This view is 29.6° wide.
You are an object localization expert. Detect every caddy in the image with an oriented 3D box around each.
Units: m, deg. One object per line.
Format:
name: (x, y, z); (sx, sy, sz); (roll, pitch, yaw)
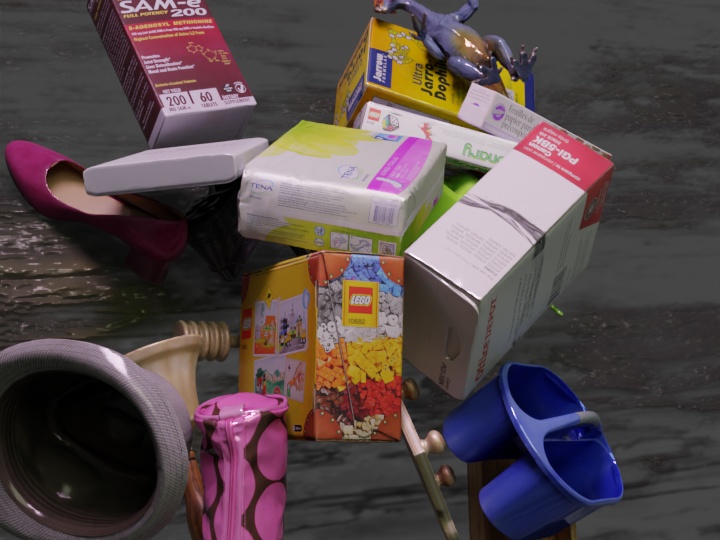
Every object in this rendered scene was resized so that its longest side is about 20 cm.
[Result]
caddy: (0.162, 0.154, 1.197); (0.199, 0.105, 0.142); (12, 46, -62)

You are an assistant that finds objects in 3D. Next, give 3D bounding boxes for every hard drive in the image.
hard drive: (-0.160, -0.096, 1.234); (0.130, 0.200, 0.027); (-6, 98, 5)

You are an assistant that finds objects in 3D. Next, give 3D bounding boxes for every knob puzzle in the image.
knob puzzle: (0.058, 0.157, 1.190); (0.030, 0.220, 0.221); (-23, 65, -2)

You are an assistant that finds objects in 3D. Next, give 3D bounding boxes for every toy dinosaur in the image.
toy dinosaur: (0.089, -0.231, 1.427); (0.104, 0.202, 0.181); (-28, 35, -25)

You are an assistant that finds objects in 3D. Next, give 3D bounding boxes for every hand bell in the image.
hand bell: (-0.147, 0.167, 1.156); (0.103, 0.104, 0.202); (-15, 77, -34)

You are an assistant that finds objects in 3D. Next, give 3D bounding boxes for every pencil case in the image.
pencil case: (-0.096, 0.199, 1.076); (0.090, 0.094, 0.203); (-1, 88, 19)

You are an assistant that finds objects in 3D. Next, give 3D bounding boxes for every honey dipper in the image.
honey dipper: (-0.080, 0.069, 1.282); (0.198, 0.038, 0.038); (4, 54, -30)

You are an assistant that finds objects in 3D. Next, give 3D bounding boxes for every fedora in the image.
fedora: (-0.214, 0.133, 1.092); (0.090, 0.198, 0.179); (-31, 115, -66)

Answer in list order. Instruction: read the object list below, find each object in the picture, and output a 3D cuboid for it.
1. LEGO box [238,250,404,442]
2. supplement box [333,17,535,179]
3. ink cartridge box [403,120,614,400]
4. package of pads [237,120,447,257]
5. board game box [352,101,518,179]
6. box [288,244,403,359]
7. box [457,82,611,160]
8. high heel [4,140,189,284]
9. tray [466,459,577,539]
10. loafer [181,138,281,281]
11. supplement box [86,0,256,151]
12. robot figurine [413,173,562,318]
LEGO box: (-0.038, 0.069, 1.160); (0.076, 0.200, 0.151); (4, 83, -23)
supplement box: (0.080, -0.173, 1.484); (0.198, 0.109, 0.110); (17, 49, -15)
ink cartridge box: (0.121, -0.009, 1.177); (0.083, 0.148, 0.200); (34, 57, 21)
package of pads: (-0.015, -0.076, 1.218); (0.152, 0.069, 0.200); (10, 21, 11)
board game box: (0.090, -0.120, 1.372); (0.197, 0.126, 0.035); (15, 86, -4)
box: (0.000, 0.000, 1.332); (0.201, 0.036, 0.142); (54, 24, 18)
box: (0.181, -0.137, 1.394); (0.199, 0.039, 0.041); (20, 6, -43)
high heel: (-0.242, -0.077, 1.262); (0.199, 0.096, 0.068); (35, 48, 0)
tray: (0.151, 0.219, 1.283); (0.097, 0.037, 0.202); (14, 51, -17)
loafer: (-0.113, -0.066, 1.350); (0.200, 0.072, 0.073); (-54, 126, -48)
supplement box: (-0.199, -0.226, 1.417); (0.108, 0.061, 0.201); (-12, 62, -32)
robot figurine: (0.120, -0.018, 1.373); (0.199, 0.116, 0.176); (35, 8, -22)
